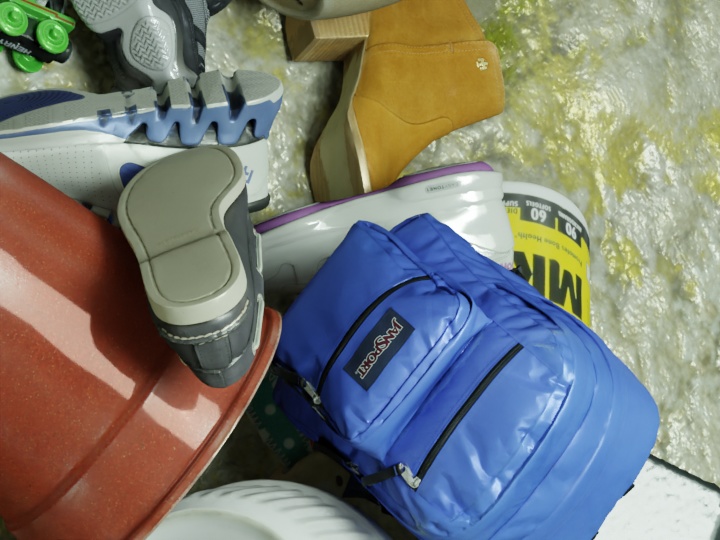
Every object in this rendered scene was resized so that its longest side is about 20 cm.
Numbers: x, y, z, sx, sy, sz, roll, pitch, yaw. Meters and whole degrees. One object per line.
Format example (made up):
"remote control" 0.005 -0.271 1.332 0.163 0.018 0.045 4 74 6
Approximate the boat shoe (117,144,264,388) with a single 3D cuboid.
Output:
"boat shoe" -0.088 -0.005 1.323 0.073 0.200 0.063 -16 118 2

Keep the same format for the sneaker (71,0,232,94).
"sneaker" -0.113 -0.135 1.521 0.114 0.075 0.200 -40 122 -54

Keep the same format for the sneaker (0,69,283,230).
"sneaker" -0.139 -0.048 1.440 0.199 0.081 0.115 -6 110 -1

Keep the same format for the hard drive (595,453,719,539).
"hard drive" 0.124 0.195 1.447 0.139 0.033 0.200 26 75 -3

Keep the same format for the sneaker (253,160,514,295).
"sneaker" 0.000 0.000 1.516 0.075 0.200 0.100 -30 105 -81

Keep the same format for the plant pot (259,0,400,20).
"plant pot" -0.022 -0.237 1.550 0.200 0.200 0.135 45 68 -19

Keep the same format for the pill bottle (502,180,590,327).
"pill bottle" 0.092 0.052 1.574 0.114 0.114 0.200 26 49 -29

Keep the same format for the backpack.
"backpack" 0.051 0.077 1.383 0.168 0.200 0.163 27 100 -45

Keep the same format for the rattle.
"rattle" -0.024 0.162 1.456 0.130 0.143 0.200 22 86 -20

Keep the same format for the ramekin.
"ramekin" -0.069 0.215 1.373 0.105 0.200 0.201 21 62 -67

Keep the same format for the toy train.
"toy train" -0.257 -0.176 1.451 0.200 0.042 0.057 21 56 -31

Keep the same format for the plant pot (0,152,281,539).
"plant pot" -0.181 0.043 1.367 0.195 0.201 0.201 39 59 -14

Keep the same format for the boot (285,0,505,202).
"boot" 0.037 -0.097 1.622 0.144 0.071 0.202 -5 76 -30
